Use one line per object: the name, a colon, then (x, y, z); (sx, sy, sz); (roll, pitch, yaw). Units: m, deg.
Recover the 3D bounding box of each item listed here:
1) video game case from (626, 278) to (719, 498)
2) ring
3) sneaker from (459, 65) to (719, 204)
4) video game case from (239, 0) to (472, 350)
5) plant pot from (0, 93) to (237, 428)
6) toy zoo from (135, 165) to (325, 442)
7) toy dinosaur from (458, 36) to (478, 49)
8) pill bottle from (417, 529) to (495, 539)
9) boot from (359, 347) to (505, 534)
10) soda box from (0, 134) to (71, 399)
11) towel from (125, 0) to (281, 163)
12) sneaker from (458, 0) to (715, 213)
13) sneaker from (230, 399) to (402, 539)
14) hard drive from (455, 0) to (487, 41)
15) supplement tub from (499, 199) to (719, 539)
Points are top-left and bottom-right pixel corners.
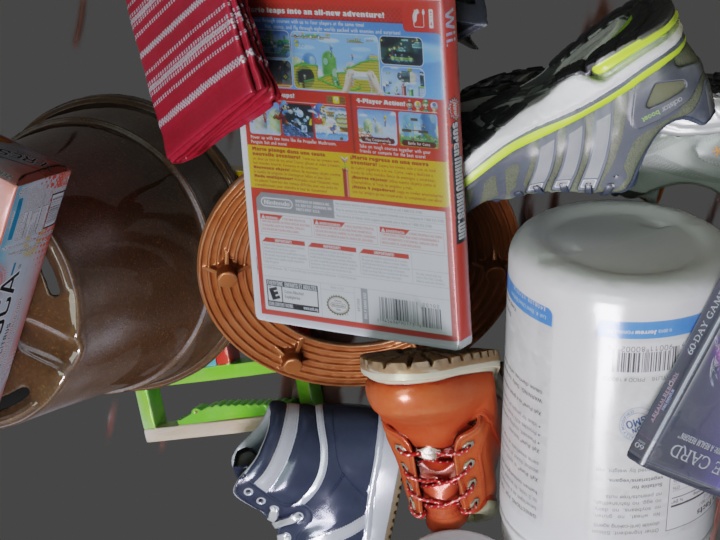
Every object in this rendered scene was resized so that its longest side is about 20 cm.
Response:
video game case: (0.243, 0.036, 1.092); (0.019, 0.143, 0.200); (34, 98, 50)
ring: (0.000, 0.000, 1.193); (0.200, 0.019, 0.201); (-3, 128, -4)
sneaker: (0.141, -0.079, 1.157); (0.200, 0.074, 0.080); (7, 109, 18)
video game case: (-0.006, -0.060, 1.092); (0.143, 0.017, 0.201); (8, 111, 33)
plant pot: (-0.195, 0.001, 1.206); (0.200, 0.198, 0.201); (5, 103, 21)
toy zoo: (-0.102, 0.010, 1.291); (0.131, 0.020, 0.201); (-7, 99, 22)
toy dinosaur: (0.000, -0.114, 1.196); (0.200, 0.102, 0.077); (-28, 108, 33)
pill bottle: (0.050, 0.250, 1.197); (0.111, 0.111, 0.200); (23, 138, 14)
boot: (0.049, 0.099, 1.144); (0.075, 0.200, 0.108); (0, 79, 17)
soda box: (-0.228, 0.023, 1.081); (0.068, 0.064, 0.200); (25, 108, 14)
towel: (-0.104, -0.171, 1.122); (0.145, 0.022, 0.201); (-26, 77, 61)
sneaker: (0.111, -0.067, 1.093); (0.200, 0.074, 0.081); (-34, 107, 22)
sneaker: (-0.039, 0.177, 1.260); (0.108, 0.070, 0.201); (10, 100, -9)
hard drive: (-0.011, -0.206, 1.107); (0.135, 0.042, 0.201); (-25, 76, 37)
supplement tub: (0.147, 0.072, 1.137); (0.132, 0.132, 0.201); (10, 117, 18)
